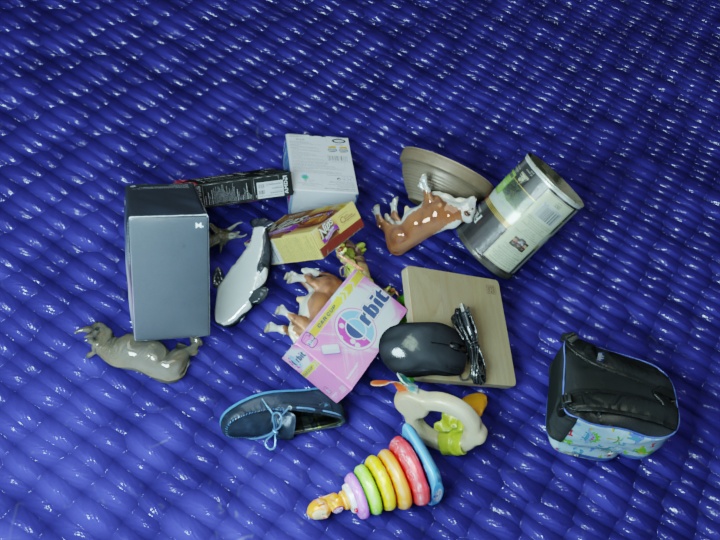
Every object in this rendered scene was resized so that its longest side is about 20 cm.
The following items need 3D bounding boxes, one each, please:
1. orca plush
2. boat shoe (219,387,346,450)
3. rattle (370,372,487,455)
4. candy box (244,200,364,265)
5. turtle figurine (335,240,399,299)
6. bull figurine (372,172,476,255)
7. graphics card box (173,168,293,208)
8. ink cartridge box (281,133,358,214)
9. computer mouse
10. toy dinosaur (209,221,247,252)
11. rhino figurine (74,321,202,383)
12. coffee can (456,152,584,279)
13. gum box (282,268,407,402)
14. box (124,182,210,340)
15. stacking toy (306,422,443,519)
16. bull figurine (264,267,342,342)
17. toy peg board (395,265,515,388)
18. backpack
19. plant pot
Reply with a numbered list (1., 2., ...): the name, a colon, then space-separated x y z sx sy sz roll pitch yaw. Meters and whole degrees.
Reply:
1. orca plush: -0.199 0.009 1.370 0.105 0.071 0.200 2 73 12
2. boat shoe: -0.115 0.226 1.209 0.200 0.084 0.069 -12 43 -21
3. rattle: 0.121 0.191 1.253 0.200 0.130 0.143 40 61 -8
4. candy box: -0.103 -0.063 1.398 0.117 0.200 0.057 -40 113 -37
5. turtle figurine: 0.000 0.000 1.429 0.200 0.064 0.161 40 18 -35
6. bull figurine: 0.122 -0.110 1.500 0.122 0.200 0.065 62 19 7
7. graphics card box: -0.242 -0.157 1.485 0.200 0.051 0.125 -13 14 -24
8. ink cartridge box: -0.086 -0.205 1.592 0.136 0.076 0.200 2 51 -15
9. computer mouse: 0.123 0.118 1.252 0.200 0.053 0.139 0 67 -32
10. toy dinosaur: -0.320 -0.073 1.432 0.200 0.077 0.102 27 37 15
11. rhino figurine: -0.362 0.124 1.247 0.200 0.060 0.088 16 45 1
12. coffee can: 0.304 -0.103 1.498 0.146 0.200 0.146 36 22 -17
13. gum box: -0.020 0.099 1.267 0.113 0.066 0.200 40 52 -1
14. box: -0.310 -0.020 1.243 0.123 0.200 0.198 -4 20 -18
15. stacking toy: 0.014 0.324 1.162 0.200 0.116 0.110 -20 54 -15
16. bull figurine: -0.088 0.081 1.338 0.121 0.065 0.200 26 48 -13
17. toy peg board: 0.150 0.113 1.367 0.199 0.098 0.200 9 63 -28
18. backpack: 0.415 0.226 1.311 0.200 0.147 0.183 14 47 1
19. plant pot: 0.161 -0.167 1.588 0.201 0.201 0.093 24 89 6
